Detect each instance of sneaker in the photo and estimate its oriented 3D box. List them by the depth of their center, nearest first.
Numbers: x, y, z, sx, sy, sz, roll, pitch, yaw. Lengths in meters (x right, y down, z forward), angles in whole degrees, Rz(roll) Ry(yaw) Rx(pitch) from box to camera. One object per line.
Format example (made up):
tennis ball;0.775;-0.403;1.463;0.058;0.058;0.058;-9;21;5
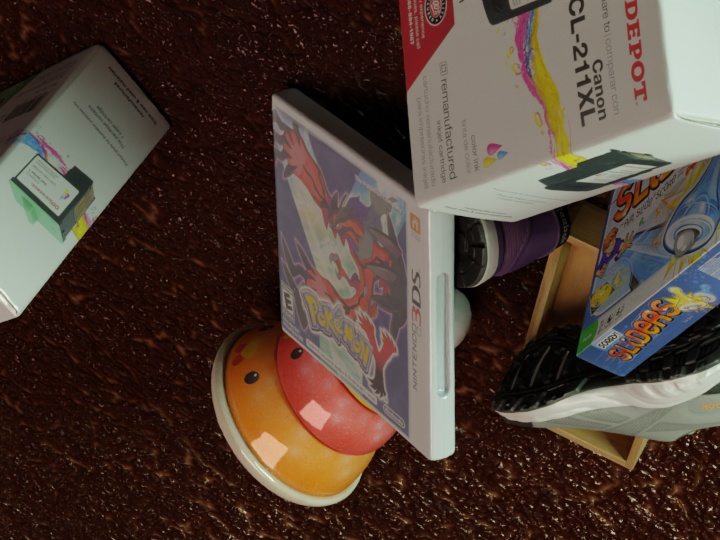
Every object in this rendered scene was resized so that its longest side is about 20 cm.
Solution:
sneaker;0.167;0.080;1.392;0.199;0.074;0.079;-8;132;43
sneaker;0.060;-0.035;1.404;0.200;0.087;0.076;25;124;57

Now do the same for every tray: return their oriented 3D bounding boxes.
tray;0.163;0.045;1.445;0.098;0.037;0.201;26;144;12

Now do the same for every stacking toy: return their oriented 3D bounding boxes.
stacking toy;0.004;0.065;1.550;0.146;0.146;0.200;45;124;-14

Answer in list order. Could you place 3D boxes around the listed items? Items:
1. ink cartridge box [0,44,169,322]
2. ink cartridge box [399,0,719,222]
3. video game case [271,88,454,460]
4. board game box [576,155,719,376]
ink cartridge box;-0.247;-0.050;1.522;0.144;0.200;0.084;-17;121;48
ink cartridge box;0.118;-0.122;1.185;0.082;0.147;0.199;6;164;-39
video game case;0.000;0.000;1.414;0.200;0.023;0.184;39;138;50
board game box;0.192;-0.038;1.228;0.034;0.136;0.200;23;149;-12
